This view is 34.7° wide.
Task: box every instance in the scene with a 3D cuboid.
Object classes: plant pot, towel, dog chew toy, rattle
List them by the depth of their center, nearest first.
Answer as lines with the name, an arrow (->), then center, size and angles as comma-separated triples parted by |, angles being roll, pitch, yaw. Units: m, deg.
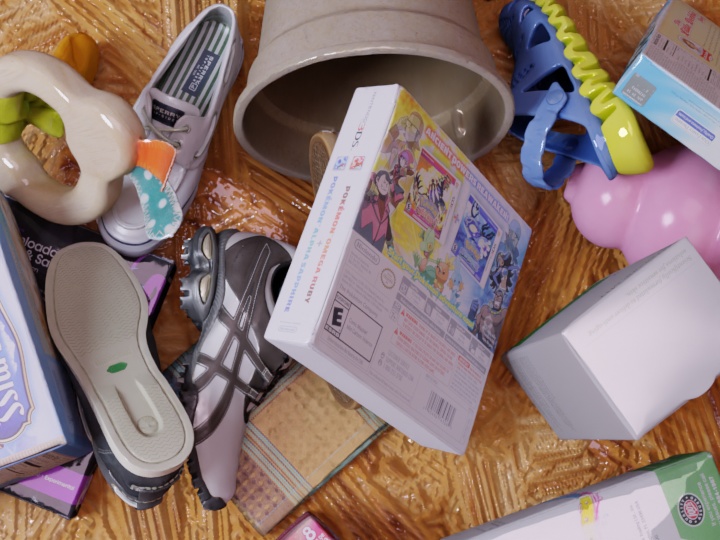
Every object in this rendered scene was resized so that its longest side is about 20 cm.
rattle -> -0.165, -0.099, 0.807 | 0.198, 0.142, 0.132 | 6, 105, 31
plant pot -> 0.006, -0.187, 0.842 | 0.198, 0.201, 0.186 | -1, 69, -4
dog chew toy -> 0.250, -0.037, 0.858 | 0.198, 0.125, 0.126 | 19, 80, 7
towel -> -0.044, 0.079, 0.866 | 0.200, 0.022, 0.147 | -42, 85, -8

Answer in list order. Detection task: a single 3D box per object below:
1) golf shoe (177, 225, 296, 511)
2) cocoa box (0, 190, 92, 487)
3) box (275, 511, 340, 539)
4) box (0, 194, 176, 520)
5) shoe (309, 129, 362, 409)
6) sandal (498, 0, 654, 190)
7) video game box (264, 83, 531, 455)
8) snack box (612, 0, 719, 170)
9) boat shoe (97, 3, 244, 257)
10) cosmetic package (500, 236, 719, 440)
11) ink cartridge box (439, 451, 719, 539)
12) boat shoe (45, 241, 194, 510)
golf shoe -> -0.082, 0.069, 0.817 | 0.093, 0.078, 0.203 | 1, 83, -3
cocoa box -> -0.275, 0.048, 0.762 | 0.130, 0.133, 0.202 | -20, 82, -9
box -> -0.075, 0.269, 0.791 | 0.200, 0.100, 0.096 | -44, 86, -9
box -> -0.237, 0.061, 0.849 | 0.142, 0.036, 0.202 | 22, 81, 0
shoe -> 0.000, 0.000, 0.822 | 0.053, 0.070, 0.202 | -8, 102, -26
sandal -> 0.137, -0.132, 0.853 | 0.086, 0.080, 0.201 | -28, 44, 9
video game box -> 0.035, 0.005, 0.787 | 0.046, 0.200, 0.184 | 7, 67, 39
snack box -> 0.255, -0.137, 0.845 | 0.116, 0.200, 0.037 | 36, 122, 3
boat shoe -> -0.144, -0.111, 0.852 | 0.073, 0.067, 0.202 | 18, 71, -1
cosmetic package -> 0.177, 0.055, 0.793 | 0.107, 0.200, 0.085 | -35, 84, -9
ink cartridge box -> 0.172, 0.231, 0.821 | 0.198, 0.088, 0.147 | -18, 82, -8
boat shoe -> -0.172, 0.067, 0.789 | 0.071, 0.068, 0.201 | -12, 56, -24
